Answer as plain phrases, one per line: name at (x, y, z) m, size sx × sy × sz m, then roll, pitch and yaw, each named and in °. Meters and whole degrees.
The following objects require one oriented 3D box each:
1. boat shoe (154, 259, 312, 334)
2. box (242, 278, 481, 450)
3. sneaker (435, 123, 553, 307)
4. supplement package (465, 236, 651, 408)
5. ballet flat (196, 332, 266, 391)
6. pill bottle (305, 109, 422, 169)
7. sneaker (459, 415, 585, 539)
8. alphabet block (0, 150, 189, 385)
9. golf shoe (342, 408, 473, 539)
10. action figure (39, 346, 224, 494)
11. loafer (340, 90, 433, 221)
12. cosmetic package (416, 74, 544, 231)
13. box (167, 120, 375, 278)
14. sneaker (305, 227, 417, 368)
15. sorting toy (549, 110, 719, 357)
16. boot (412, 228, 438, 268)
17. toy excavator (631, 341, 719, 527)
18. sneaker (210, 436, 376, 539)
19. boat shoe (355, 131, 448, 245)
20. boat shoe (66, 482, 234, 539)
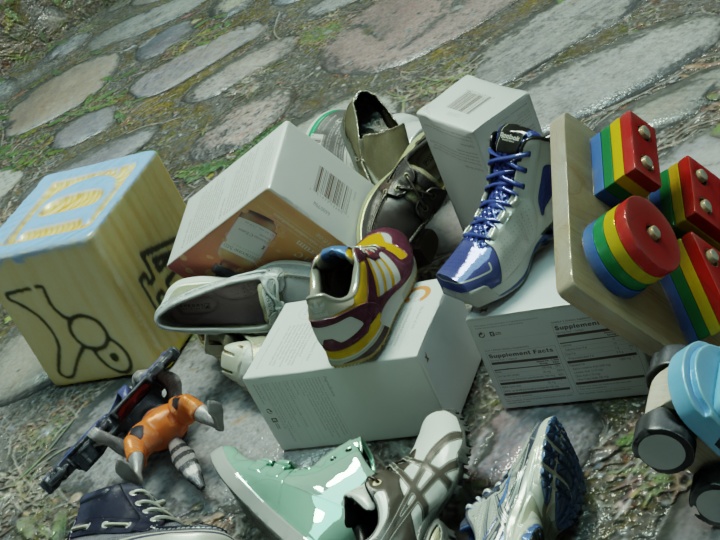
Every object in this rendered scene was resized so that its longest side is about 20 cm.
boat shoe at (-0.122, 0.036, 1.405) m, size 0.199 × 0.075 × 0.065 m, roll -4°, pitch 19°, yaw 11°
box at (0.005, 0.093, 1.292) m, size 0.198 × 0.098 × 0.125 m, roll -10°, pitch 32°, yaw 29°
sneaker at (0.136, -0.067, 1.195) m, size 0.199 × 0.116 × 0.080 m, roll -39°, pitch 28°, yaw -21°
supplement package at (0.209, 0.017, 1.233) m, size 0.154 × 0.112 × 0.201 m, roll -10°, pitch 33°, yaw 28°
ballet flat at (-0.134, 0.097, 1.432) m, size 0.062 × 0.068 × 0.200 m, roll 3°, pitch 10°, yaw -24°
pill bottle at (0.025, -0.145, 1.656) m, size 0.113 × 0.114 × 0.199 m, roll -42°, pitch 32°, yaw -27°
sneaker at (0.122, 0.194, 1.052) m, size 0.084 × 0.078 × 0.201 m, roll -13°, pitch 30°, yaw 31°
alphabet block at (-0.317, -0.002, 1.613) m, size 0.193 × 0.201 × 0.197 m, roll -8°, pitch 33°, yaw 29°
golf shoe at (0.036, 0.183, 1.088) m, size 0.094 × 0.078 × 0.201 m, roll 22°, pitch 40°, yaw -4°
action figure at (-0.229, 0.184, 1.351) m, size 0.200 × 0.105 × 0.193 m, roll -45°, pitch 16°, yaw -10°
loafer at (0.026, -0.131, 1.508) m, size 0.074 × 0.070 × 0.201 m, roll -19°, pitch 55°, yaw -15°
cosmetic package at (0.148, -0.092, 1.374) m, size 0.081 × 0.201 × 0.113 m, roll -36°, pitch 32°, yaw -17°
box at (-0.094, -0.045, 1.463) m, size 0.199 × 0.152 × 0.107 m, roll -33°, pitch 33°, yaw 41°
sneaker at (0.000, 0.000, 1.250) m, size 0.074 × 0.091 × 0.201 m, roll -14°, pitch 30°, yaw 22°
sorting toy at (0.258, -0.027, 1.114) m, size 0.069 × 0.199 × 0.200 m, roll -35°, pitch 36°, yaw 38°
boot at (0.001, 0.018, 1.466) m, size 0.145 × 0.071 × 0.200 m, roll -11°, pitch 30°, yaw 39°
toy excavator at (0.331, 0.112, 0.966) m, size 0.200 × 0.194 × 0.100 m, roll -40°, pitch 13°, yaw 41°
sneaker at (-0.049, 0.193, 1.193) m, size 0.118 × 0.074 × 0.200 m, roll -43°, pitch 41°, yaw -16°
boat shoe at (0.058, -0.091, 1.418) m, size 0.065 × 0.073 × 0.201 m, roll -44°, pitch 16°, yaw 56°
boat shoe at (-0.197, 0.240, 1.222) m, size 0.198 × 0.075 × 0.094 m, roll -13°, pitch 50°, yaw 25°
